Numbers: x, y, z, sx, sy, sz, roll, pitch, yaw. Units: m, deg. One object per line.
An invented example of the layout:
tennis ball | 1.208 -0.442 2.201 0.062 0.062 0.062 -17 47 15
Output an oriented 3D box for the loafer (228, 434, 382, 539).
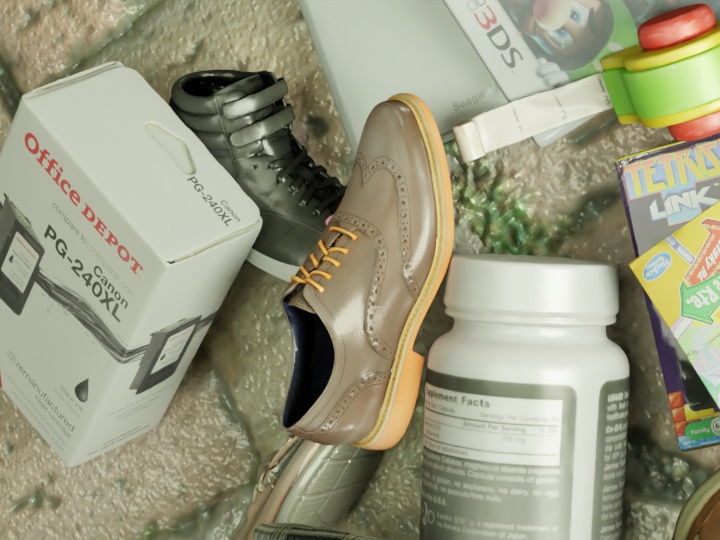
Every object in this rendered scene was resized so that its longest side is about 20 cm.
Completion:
loafer | -0.048 0.141 1.260 0.063 0.072 0.200 37 111 28

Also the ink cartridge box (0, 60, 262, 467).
ink cartridge box | -0.161 -0.003 1.263 0.145 0.083 0.200 47 134 18

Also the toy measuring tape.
toy measuring tape | 0.140 -0.094 1.114 0.200 0.074 0.074 -17 84 16

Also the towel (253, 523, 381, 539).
towel | 0.044 0.209 1.140 0.200 0.192 0.035 47 70 -13

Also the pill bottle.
pill bottle | 0.091 0.093 1.159 0.114 0.114 0.201 4 94 27

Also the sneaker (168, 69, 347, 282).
sneaker | -0.044 -0.058 1.232 0.200 0.071 0.099 22 124 28

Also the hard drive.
hard drive | 0.024 -0.174 1.231 0.132 0.026 0.200 -24 81 26

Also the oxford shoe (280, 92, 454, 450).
oxford shoe | 0.000 0.000 1.148 0.071 0.073 0.201 11 95 56

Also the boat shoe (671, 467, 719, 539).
boat shoe | 0.191 0.170 1.070 0.074 0.076 0.200 -105 34 -44

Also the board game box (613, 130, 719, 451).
board game box | 0.250 -0.004 1.107 0.200 0.057 0.166 -14 84 27

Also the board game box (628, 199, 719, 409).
board game box | 0.253 -0.003 1.054 0.200 0.034 0.135 -37 75 24

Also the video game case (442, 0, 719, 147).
video game case | 0.132 -0.194 1.137 0.200 0.023 0.182 -32 96 18
